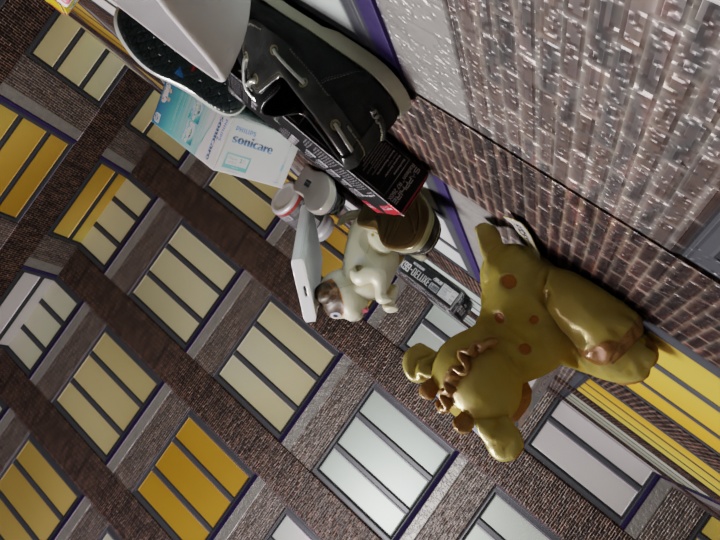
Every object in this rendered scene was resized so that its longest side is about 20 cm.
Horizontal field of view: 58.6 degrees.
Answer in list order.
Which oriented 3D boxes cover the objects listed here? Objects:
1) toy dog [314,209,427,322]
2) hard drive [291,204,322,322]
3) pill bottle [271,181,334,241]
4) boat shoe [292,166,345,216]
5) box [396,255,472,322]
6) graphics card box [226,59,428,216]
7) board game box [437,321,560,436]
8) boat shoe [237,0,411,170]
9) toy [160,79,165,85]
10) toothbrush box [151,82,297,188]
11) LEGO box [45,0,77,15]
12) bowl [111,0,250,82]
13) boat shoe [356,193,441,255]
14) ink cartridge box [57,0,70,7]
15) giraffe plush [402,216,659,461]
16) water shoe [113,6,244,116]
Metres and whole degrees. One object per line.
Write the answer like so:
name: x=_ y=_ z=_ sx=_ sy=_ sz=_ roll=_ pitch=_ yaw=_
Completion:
toy dog: x=0.000 y=0.000 z=1.175 sx=0.192 sy=0.202 sz=0.140 roll=36 pitch=179 yaw=10
hard drive: x=-0.098 y=-0.018 z=1.208 sx=0.202 sy=0.026 sz=0.134 roll=-89 pitch=-9 yaw=-57
pill bottle: x=-0.178 y=-0.181 z=2.023 sx=0.199 sy=0.117 sz=0.115 roll=38 pitch=179 yaw=-43
boat shoe: x=-0.059 y=-0.136 z=1.202 sx=0.092 sy=0.075 sz=0.200 roll=30 pitch=-169 yaw=-27
box: x=0.152 y=0.027 z=1.438 sx=0.199 sy=0.050 sz=0.158 roll=38 pitch=180 yaw=24
graphics card box: x=-0.035 y=-0.132 z=0.607 sx=0.198 sy=0.051 sz=0.125 roll=37 pitch=180 yaw=-11
board game box: x=0.247 y=0.195 z=1.184 sx=0.043 sy=0.202 sz=0.199 roll=33 pitch=-178 yaw=-33
boat shoe: x=-0.059 y=-0.144 z=0.444 sx=0.199 sy=0.068 sz=0.072 roll=39 pitch=-178 yaw=22
toy: x=-0.288 y=-0.318 z=1.261 sx=0.116 sy=0.047 sz=0.199 roll=49 pitch=-169 yaw=21
toothbrush box: x=-0.213 y=-0.221 z=1.018 sx=0.199 sy=0.087 sz=0.145 roll=35 pitch=-163 yaw=35
LEGO box: x=-0.419 y=-0.413 z=0.812 sx=0.148 sy=0.078 sz=0.200 roll=38 pitch=179 yaw=-28
bowl: x=-0.144 y=-0.207 z=0.325 sx=0.198 sy=0.075 sz=0.200 roll=37 pitch=180 yaw=11
boat shoe: x=0.054 y=-0.055 z=0.733 sx=0.064 sy=0.074 sz=0.200 roll=25 pitch=-173 yaw=-20
ink cartridge box: x=-0.327 y=-0.341 z=0.569 sx=0.199 sy=0.086 sz=0.145 roll=36 pitch=180 yaw=-32
giraffe plush: x=0.135 y=0.073 z=0.565 sx=0.199 sy=0.164 sz=0.172 roll=37 pitch=180 yaw=-29
water shoe: x=-0.242 y=-0.278 z=0.864 sx=0.199 sy=0.072 sz=0.079 roll=38 pitch=-179 yaw=-19
